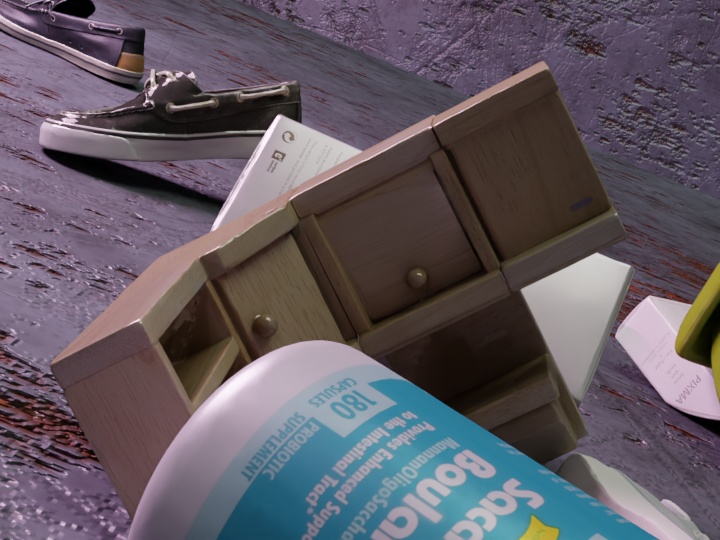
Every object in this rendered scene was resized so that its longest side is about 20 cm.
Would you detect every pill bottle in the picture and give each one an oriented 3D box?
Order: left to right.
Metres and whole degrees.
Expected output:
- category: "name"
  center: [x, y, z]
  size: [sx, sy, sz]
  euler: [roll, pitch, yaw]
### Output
- category: "pill bottle"
  center: [0.036, 0.110, 0.363]
  size: [0.199, 0.112, 0.110]
  euler: [29, 15, 30]

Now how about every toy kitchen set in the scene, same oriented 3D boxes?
- category: "toy kitchen set"
  center: [0.023, 0.041, 0.536]
  size: [0.165, 0.198, 0.181]
  euler: [62, 10, -9]

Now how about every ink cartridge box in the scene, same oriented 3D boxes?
- category: "ink cartridge box"
  center: [0.299, 0.108, 0.982]
  size: [0.160, 0.050, 0.201]
  euler: [12, 35, -38]

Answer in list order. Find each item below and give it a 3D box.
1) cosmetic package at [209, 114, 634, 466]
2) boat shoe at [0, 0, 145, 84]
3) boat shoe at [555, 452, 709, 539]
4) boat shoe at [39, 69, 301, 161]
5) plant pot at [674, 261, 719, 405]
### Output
- category: "cosmetic package"
  center: [0.028, 0.013, 0.697]
  size: [0.198, 0.085, 0.108]
  euler: [24, -27, 9]
- category: "boat shoe"
  center: [-0.296, -0.249, 1.346]
  size: [0.198, 0.063, 0.074]
  euler: [25, 15, 19]
- category: "boat shoe"
  center: [0.123, 0.134, 0.524]
  size: [0.068, 0.073, 0.200]
  euler: [20, 4, -10]
- category: "boat shoe"
  center: [-0.137, -0.115, 0.987]
  size: [0.197, 0.065, 0.071]
  euler: [-3, 12, -25]
- category: "plant pot"
  center: [0.340, 0.039, 0.878]
  size: [0.198, 0.201, 0.182]
  euler: [16, 24, -30]
